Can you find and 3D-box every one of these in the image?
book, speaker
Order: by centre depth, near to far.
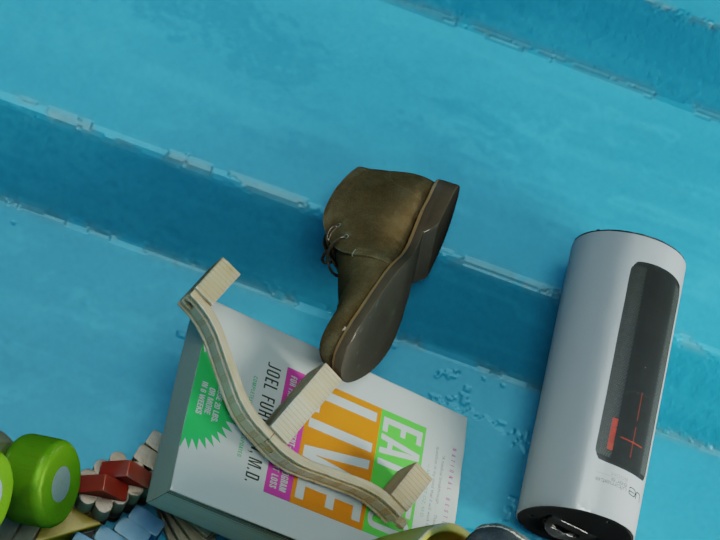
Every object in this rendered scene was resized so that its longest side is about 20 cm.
[{"bbox_3d":[-0.031,0.118,1.650,0.200,0.048,0.134,25,60,-25],"label":"book"},{"bbox_3d":[0.159,0.080,1.719,0.081,0.081,0.201,17,68,-6],"label":"speaker"}]

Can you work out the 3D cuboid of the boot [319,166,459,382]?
[{"bbox_3d":[0.000,0.000,1.698,0.075,0.074,0.200,20,38,7],"label":"boot"}]

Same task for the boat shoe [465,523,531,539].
[{"bbox_3d":[0.125,0.203,1.591,0.200,0.071,0.063,44,51,-37],"label":"boat shoe"}]

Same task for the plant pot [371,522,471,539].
[{"bbox_3d":[-0.008,0.255,1.572,0.142,0.200,0.201,-5,67,25],"label":"plant pot"}]

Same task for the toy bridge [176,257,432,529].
[{"bbox_3d":[-0.040,0.087,1.613,0.200,0.027,0.067,47,55,-8],"label":"toy bridge"}]

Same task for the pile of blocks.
[{"bbox_3d":[-0.133,0.142,1.642,0.199,0.062,0.082,-20,76,-18],"label":"pile of blocks"}]

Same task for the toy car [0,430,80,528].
[{"bbox_3d":[-0.279,0.188,1.558,0.164,0.158,0.201,10,94,23],"label":"toy car"}]
